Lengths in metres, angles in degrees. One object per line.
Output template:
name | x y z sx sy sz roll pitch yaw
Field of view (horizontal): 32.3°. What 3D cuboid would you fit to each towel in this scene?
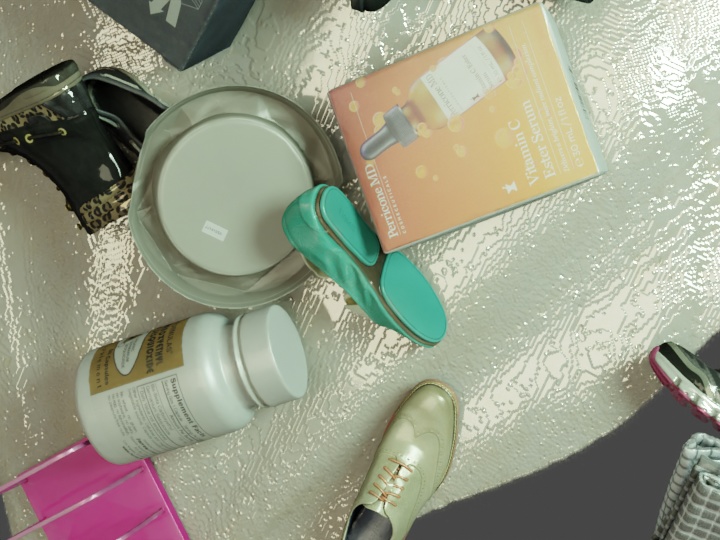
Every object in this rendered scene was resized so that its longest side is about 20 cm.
towel | 0.342 0.234 1.023 0.198 0.086 0.167 18 136 12

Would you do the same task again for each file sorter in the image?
file sorter | -0.261 0.271 1.205 0.138 0.125 0.202 -28 88 15

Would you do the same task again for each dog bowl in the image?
dog bowl | -0.115 -0.070 1.139 0.197 0.059 0.203 -2 102 -8

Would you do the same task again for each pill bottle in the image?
pill bottle | -0.156 0.103 1.168 0.198 0.114 0.116 -18 90 15

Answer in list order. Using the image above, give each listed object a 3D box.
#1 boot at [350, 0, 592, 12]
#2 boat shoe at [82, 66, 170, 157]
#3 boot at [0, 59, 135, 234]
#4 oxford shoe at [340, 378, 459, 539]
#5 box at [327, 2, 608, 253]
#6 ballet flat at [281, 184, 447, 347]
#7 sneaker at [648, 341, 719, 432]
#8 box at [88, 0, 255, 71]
boot | 0.109 -0.265 1.067 0.198 0.066 0.166 22 73 10
boat shoe | -0.190 -0.122 1.183 0.199 0.063 0.073 39 103 8
boot | -0.296 -0.105 1.199 0.199 0.073 0.151 -19 112 41
oxford shoe | 0.036 0.197 1.147 0.070 0.074 0.202 23 100 11
box | 0.096 -0.120 1.086 0.198 0.106 0.154 -21 90 15
ballet flat | 0.000 0.000 1.122 0.070 0.068 0.200 -15 130 39
sneaker | 0.344 0.107 1.062 0.199 0.074 0.088 33 88 17
box | -0.170 -0.322 1.101 0.196 0.117 0.201 37 117 3
